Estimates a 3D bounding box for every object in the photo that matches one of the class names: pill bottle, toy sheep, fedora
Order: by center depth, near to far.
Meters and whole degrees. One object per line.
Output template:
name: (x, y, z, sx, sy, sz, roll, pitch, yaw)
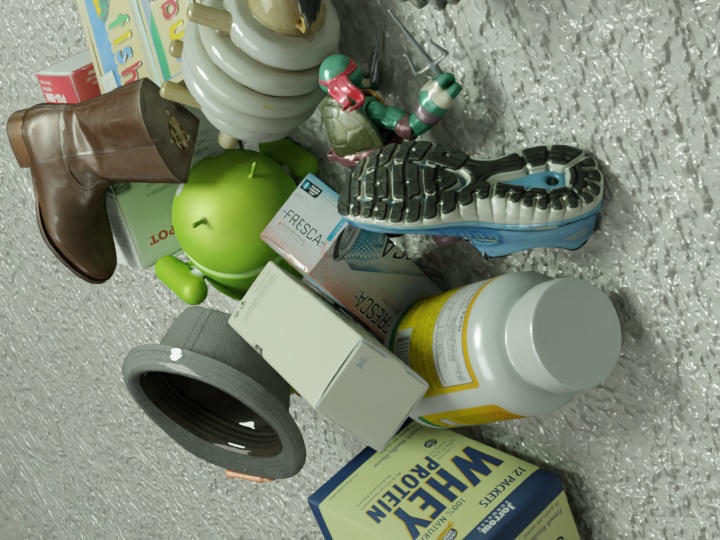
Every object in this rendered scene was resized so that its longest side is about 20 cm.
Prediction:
pill bottle: (0.111, 0.062, 1.214, 0.200, 0.112, 0.113, -20, 100, 60)
toy sheep: (-0.085, -0.170, 1.240, 0.138, 0.138, 0.200, 51, 144, 14)
fedora: (-0.120, 0.100, 1.403, 0.176, 0.091, 0.200, 5, 147, 32)

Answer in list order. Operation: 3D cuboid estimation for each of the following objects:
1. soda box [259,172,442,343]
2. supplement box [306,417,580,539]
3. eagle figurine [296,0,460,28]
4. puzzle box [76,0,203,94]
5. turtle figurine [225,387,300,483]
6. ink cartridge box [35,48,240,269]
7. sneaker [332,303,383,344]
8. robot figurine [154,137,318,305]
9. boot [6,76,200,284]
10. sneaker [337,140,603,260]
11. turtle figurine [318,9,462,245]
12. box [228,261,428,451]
soda box: (0.000, 0.000, 1.275, 0.063, 0.069, 0.200, 37, 177, 33)
supplement box: (0.090, 0.266, 1.379, 0.199, 0.134, 0.201, 18, 138, 49)
eagle figurine: (-0.005, -0.280, 1.065, 0.201, 0.151, 0.151, 66, -170, 21)
puzzle box: (-0.193, -0.244, 1.364, 0.133, 0.025, 0.201, -26, 73, 30)
turtle figurine: (-0.106, 0.109, 1.526, 0.200, 0.161, 0.065, 37, 144, 33)
ink cartridge box: (-0.202, -0.122, 1.481, 0.083, 0.146, 0.201, 11, 124, 52)
sneaker: (-0.008, 0.079, 1.388, 0.116, 0.075, 0.200, 58, 178, 14)
robot figurine: (-0.104, -0.039, 1.403, 0.116, 0.176, 0.200, 41, 173, 14)
boot: (-0.206, -0.074, 1.357, 0.199, 0.064, 0.187, -5, 121, 37)
sneaker: (0.080, -0.038, 1.144, 0.199, 0.079, 0.090, 3, 143, 14)
turtle figurine: (0.018, -0.114, 1.215, 0.150, 0.100, 0.201, 35, 155, 57)
box: (-0.030, 0.066, 1.257, 0.082, 0.069, 0.200, 36, -179, -29)
